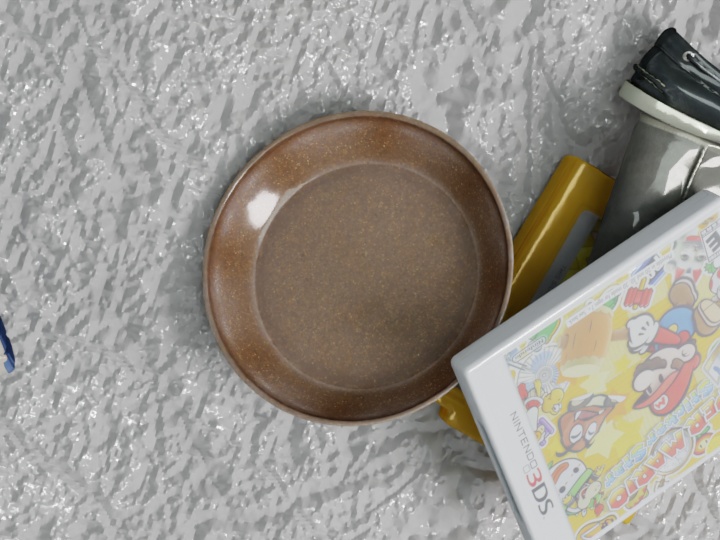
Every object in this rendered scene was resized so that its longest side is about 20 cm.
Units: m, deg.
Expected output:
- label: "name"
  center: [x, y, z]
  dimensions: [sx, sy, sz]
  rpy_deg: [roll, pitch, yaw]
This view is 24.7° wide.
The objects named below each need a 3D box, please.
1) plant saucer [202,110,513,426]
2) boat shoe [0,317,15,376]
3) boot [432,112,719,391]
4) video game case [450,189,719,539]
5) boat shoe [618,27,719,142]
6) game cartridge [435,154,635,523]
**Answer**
- label: "plant saucer"
  center: [0.000, 0.000, 1.036]
  dimensions: [0.200, 0.037, 0.201]
  rpy_deg: [-3, 78, 14]
- label: "boat shoe"
  center: [-0.275, -0.017, 0.984]
  dimensions: [0.072, 0.072, 0.201]
  rpy_deg: [-21, 103, -8]
- label: "boot"
  center: [0.154, -0.003, 1.051]
  dimensions: [0.181, 0.073, 0.201]
  rpy_deg: [10, 113, -28]
- label: "video game case"
  center: [0.168, 0.073, 1.039]
  dimensions: [0.200, 0.023, 0.182]
  rpy_deg: [-33, 125, -13]
- label: "boat shoe"
  center: [0.275, -0.107, 1.106]
  dimensions: [0.199, 0.075, 0.066]
  rpy_deg: [23, 105, -7]
- label: "game cartridge"
  center: [0.163, 0.050, 1.125]
  dimensions: [0.176, 0.032, 0.200]
  rpy_deg: [29, 90, -16]
